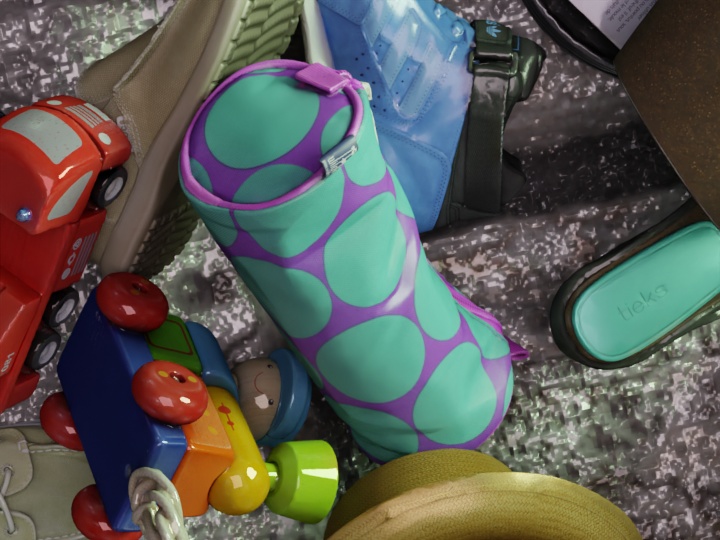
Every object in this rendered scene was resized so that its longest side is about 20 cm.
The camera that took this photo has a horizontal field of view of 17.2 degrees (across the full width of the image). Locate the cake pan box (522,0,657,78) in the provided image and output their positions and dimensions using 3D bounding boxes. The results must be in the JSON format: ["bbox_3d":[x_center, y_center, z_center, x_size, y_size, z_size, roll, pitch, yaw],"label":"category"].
[{"bbox_3d":[0.162,-0.182,1.123,0.184,0.052,0.200,41,88,-4],"label":"cake pan box"}]

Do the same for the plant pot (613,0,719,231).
[{"bbox_3d":[0.217,-0.108,1.032,0.200,0.187,0.187,-33,96,12],"label":"plant pot"}]

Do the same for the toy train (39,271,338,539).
[{"bbox_3d":[-0.060,0.089,1.039,0.115,0.200,0.085,14,117,-29],"label":"toy train"}]

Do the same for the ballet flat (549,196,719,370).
[{"bbox_3d":[0.176,-0.017,1.122,0.200,0.068,0.068,-24,95,-4],"label":"ballet flat"}]

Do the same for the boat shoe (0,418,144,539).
[{"bbox_3d":[-0.181,0.109,1.098,0.199,0.062,0.072,-5,93,-6],"label":"boat shoe"}]

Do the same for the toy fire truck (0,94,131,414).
[{"bbox_3d":[-0.182,0.025,1.030,0.049,0.141,0.200,33,117,16],"label":"toy fire truck"}]

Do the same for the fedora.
[{"bbox_3d":[0.036,0.145,1.088,0.200,0.082,0.201,-9,133,-9],"label":"fedora"}]

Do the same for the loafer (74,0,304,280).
[{"bbox_3d":[-0.088,-0.083,1.064,0.068,0.076,0.200,34,117,12],"label":"loafer"}]

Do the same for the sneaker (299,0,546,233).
[{"bbox_3d":[0.027,-0.117,1.097,0.111,0.077,0.201,-7,98,1],"label":"sneaker"}]

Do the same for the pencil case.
[{"bbox_3d":[0.000,0.000,1.053,0.092,0.085,0.200,-39,133,-9],"label":"pencil case"}]

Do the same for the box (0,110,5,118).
[{"bbox_3d":[-0.270,-0.084,1.049,0.200,0.122,0.106,36,89,-6],"label":"box"}]
